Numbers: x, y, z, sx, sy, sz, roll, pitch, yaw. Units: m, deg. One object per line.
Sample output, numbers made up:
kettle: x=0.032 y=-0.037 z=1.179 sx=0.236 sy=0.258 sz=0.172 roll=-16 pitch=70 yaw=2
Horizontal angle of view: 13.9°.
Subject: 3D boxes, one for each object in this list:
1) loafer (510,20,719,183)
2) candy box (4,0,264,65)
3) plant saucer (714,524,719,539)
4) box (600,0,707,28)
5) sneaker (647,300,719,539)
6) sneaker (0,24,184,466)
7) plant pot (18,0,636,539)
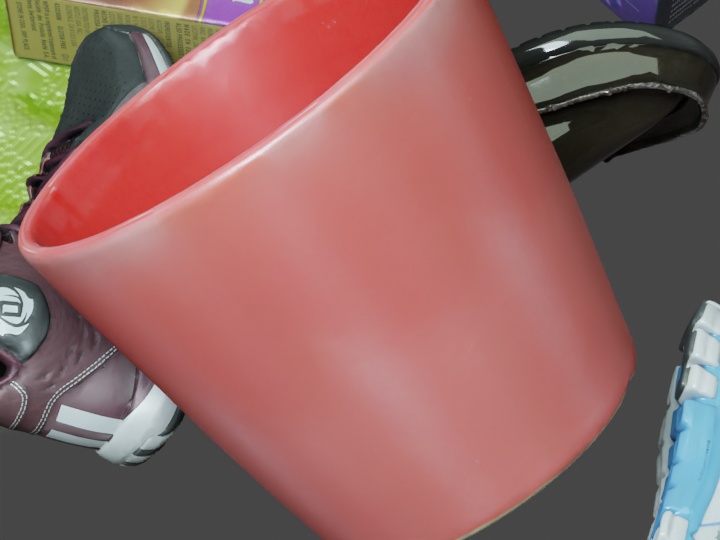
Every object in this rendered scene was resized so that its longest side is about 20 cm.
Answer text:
loafer: x=0.058 y=-0.044 z=1.236 sx=0.199 sy=0.073 sz=0.072 roll=-16 pitch=64 yaw=2
candy box: x=-0.044 y=-0.138 z=1.296 sx=0.199 sy=0.057 sz=0.117 roll=10 pitch=59 yaw=5
plant saucer: x=0.217 y=0.086 z=1.094 sx=0.200 sy=0.202 sz=0.039 roll=-15 pitch=36 yaw=-8
box: x=0.118 y=-0.222 z=1.258 sx=0.104 sy=0.200 sz=0.148 roll=-37 pitch=66 yaw=-19
sneaker: x=0.152 y=0.106 z=1.142 sx=0.086 sy=0.075 sz=0.201 roll=15 pitch=61 yaw=2
sneaker: x=-0.131 y=-0.022 z=1.195 sx=0.115 sy=0.076 sz=0.201 roll=10 pitch=56 yaw=-25
plant pot: x=0.000 y=0.000 z=1.119 sx=0.200 sy=0.200 sz=0.178 roll=-43 pitch=109 yaw=-22
